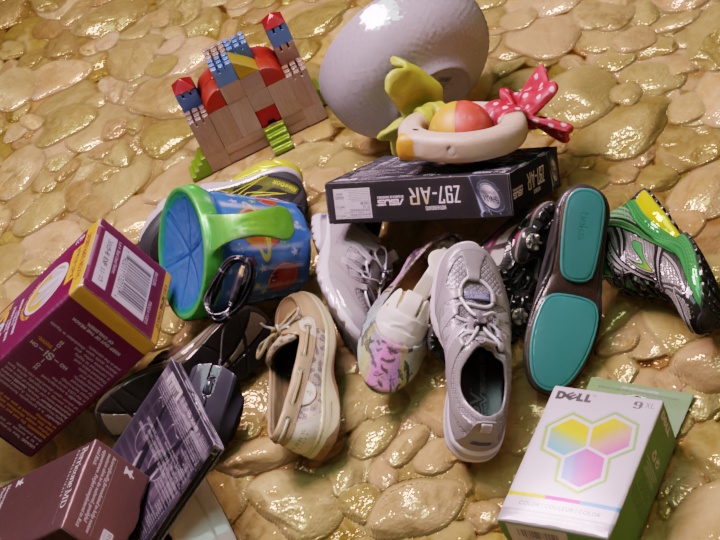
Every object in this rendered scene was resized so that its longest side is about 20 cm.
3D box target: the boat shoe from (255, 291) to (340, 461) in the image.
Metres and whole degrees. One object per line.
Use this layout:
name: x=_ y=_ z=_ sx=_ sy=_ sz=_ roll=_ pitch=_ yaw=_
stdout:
boat shoe: x=-0.063 y=0.091 z=1.634 sx=0.074 sy=0.062 sz=0.201 roll=-56 pitch=29 yaw=32

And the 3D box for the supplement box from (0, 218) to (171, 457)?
supplement box: x=-0.295 y=0.067 z=1.697 sx=0.200 sy=0.103 sz=0.131 roll=-41 pitch=23 yaw=22

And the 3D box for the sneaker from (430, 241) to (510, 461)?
sneaker: x=0.110 y=0.065 z=1.521 sx=0.074 sy=0.082 sz=0.202 roll=-1 pitch=68 yaw=-11

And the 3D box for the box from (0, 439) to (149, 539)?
box: x=-0.289 y=0.240 z=1.550 sx=0.199 sy=0.075 sz=0.101 roll=-27 pitch=34 yaw=37

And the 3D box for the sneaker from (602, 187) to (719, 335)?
sneaker: x=0.276 y=0.005 z=1.576 sx=0.085 sy=0.078 sz=0.200 roll=-32 pitch=32 yaw=2

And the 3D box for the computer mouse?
computer mouse: x=-0.137 y=0.084 z=1.635 sx=0.058 sy=0.034 sz=0.202 roll=10 pitch=93 yaw=16

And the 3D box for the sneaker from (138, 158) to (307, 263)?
sneaker: x=-0.148 y=-0.054 z=1.837 sx=0.199 sy=0.075 sz=0.085 roll=-27 pitch=38 yaw=-2

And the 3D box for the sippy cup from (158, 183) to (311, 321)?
sippy cup: x=-0.124 y=-0.020 z=1.735 sx=0.129 sy=0.141 sz=0.178 roll=-2 pitch=21 yaw=-28

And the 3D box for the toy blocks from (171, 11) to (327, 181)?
toy blocks: x=-0.133 y=-0.207 z=1.945 sx=0.199 sy=0.137 sz=0.100 roll=-26 pitch=41 yaw=0

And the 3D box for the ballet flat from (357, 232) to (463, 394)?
ballet flat: x=0.052 y=0.030 z=1.634 sx=0.069 sy=0.071 sz=0.201 roll=30 pitch=46 yaw=1

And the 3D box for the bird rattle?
bird rattle: x=0.111 y=-0.139 z=1.697 sx=0.198 sy=0.114 sz=0.163 roll=9 pitch=26 yaw=10

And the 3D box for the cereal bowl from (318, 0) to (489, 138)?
cereal bowl: x=0.058 y=-0.212 z=1.823 sx=0.199 sy=0.200 sz=0.084 roll=-30 pitch=62 yaw=-5

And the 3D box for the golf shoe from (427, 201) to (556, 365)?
golf shoe: x=0.129 y=0.017 z=1.644 sx=0.200 sy=0.077 sz=0.088 roll=-45 pitch=21 yaw=-20

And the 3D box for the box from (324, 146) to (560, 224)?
box: x=0.085 y=-0.087 z=1.719 sx=0.198 sy=0.044 sz=0.160 roll=-2 pitch=12 yaw=24

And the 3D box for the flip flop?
flip flop: x=-0.176 y=0.103 z=1.696 sx=0.200 sy=0.081 sz=0.057 roll=-38 pitch=23 yaw=-15

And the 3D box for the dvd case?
dvd case: x=-0.202 y=0.200 z=1.560 sx=0.201 sy=0.016 sz=0.149 roll=-55 pitch=34 yaw=12

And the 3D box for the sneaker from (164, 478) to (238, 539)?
sneaker: x=-0.182 y=0.210 z=1.582 sx=0.084 sy=0.073 sz=0.200 roll=-28 pitch=42 yaw=-7

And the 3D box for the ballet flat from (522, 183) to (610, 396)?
ballet flat: x=0.194 y=0.021 z=1.584 sx=0.067 sy=0.068 sz=0.202 roll=15 pitch=82 yaw=-3

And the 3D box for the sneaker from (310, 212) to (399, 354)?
sneaker: x=0.000 y=0.000 z=1.708 sx=0.081 sy=0.075 sz=0.201 roll=-17 pitch=43 yaw=5

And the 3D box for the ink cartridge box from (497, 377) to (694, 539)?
ink cartridge box: x=0.204 y=0.157 z=1.452 sx=0.103 sy=0.060 sz=0.201 roll=6 pitch=50 yaw=32
